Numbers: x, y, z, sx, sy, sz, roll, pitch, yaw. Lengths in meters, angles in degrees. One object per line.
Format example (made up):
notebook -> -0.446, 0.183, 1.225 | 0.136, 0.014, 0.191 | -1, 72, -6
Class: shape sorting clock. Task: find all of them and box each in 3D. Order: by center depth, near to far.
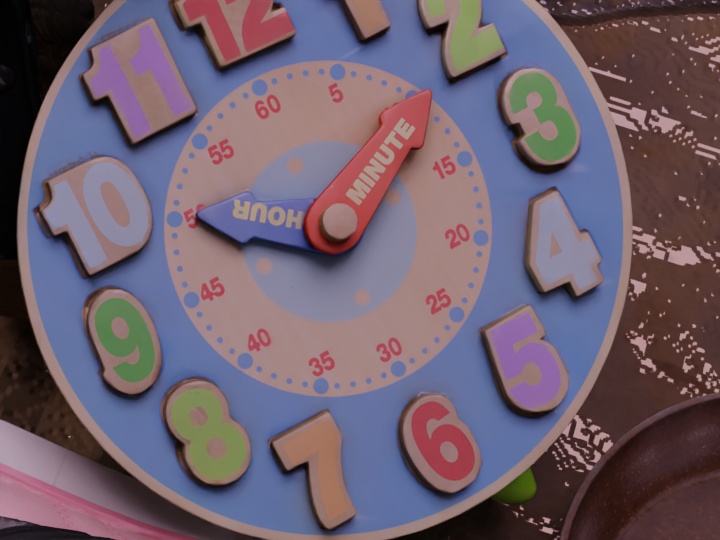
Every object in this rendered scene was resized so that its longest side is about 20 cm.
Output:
shape sorting clock -> -0.009, -0.013, 0.868 | 0.199, 0.039, 0.201 | 1, 85, -8

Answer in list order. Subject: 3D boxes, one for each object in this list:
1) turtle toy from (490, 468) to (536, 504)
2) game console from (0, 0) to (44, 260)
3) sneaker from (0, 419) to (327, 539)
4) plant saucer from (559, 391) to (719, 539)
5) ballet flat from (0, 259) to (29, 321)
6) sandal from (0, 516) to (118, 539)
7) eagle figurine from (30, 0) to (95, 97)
turtle toy -> 0.000, 0.000, 0.940 | 0.146, 0.101, 0.200 | -42, 95, -31
game console -> -0.208, -0.049, 0.841 | 0.199, 0.173, 0.119 | 1, 35, 8
sneaker -> -0.072, 0.126, 0.887 | 0.199, 0.075, 0.105 | 21, 65, -1
plant saucer -> 0.159, 0.131, 0.939 | 0.199, 0.035, 0.201 | 8, 52, -10
ballet flat -> -0.064, -0.014, 1.000 | 0.199, 0.068, 0.073 | -26, 82, -30
sandal -> -0.078, 0.107, 0.821 | 0.199, 0.048, 0.076 | 8, 54, 2
eagle figurine -> -0.185, -0.114, 0.966 | 0.151, 0.152, 0.200 | -9, 34, -23
